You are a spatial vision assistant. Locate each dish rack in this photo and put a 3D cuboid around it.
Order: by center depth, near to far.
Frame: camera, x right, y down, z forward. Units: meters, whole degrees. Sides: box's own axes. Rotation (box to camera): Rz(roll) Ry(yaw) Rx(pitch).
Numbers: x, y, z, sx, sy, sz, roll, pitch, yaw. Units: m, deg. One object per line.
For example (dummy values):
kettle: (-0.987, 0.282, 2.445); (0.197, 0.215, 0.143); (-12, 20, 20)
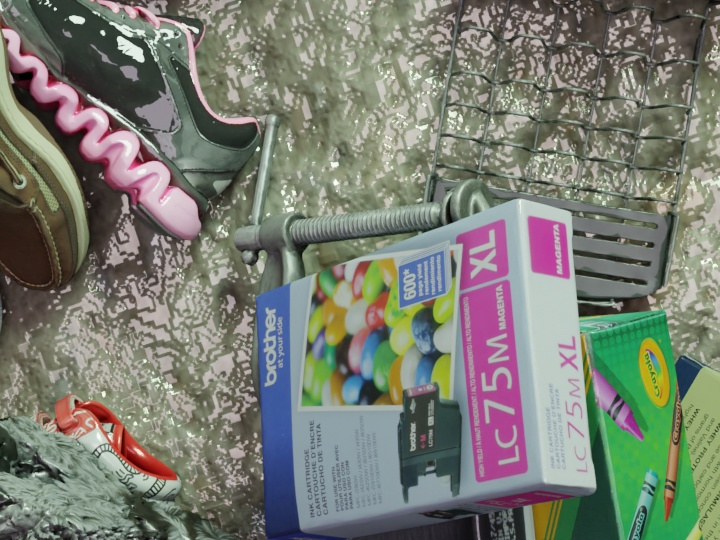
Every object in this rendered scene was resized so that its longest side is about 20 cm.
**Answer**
dish rack: (0.109, -0.083, 0.764); (0.153, 0.055, 0.201); (9, 93, 3)

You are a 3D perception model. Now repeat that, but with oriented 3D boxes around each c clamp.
c clamp: (0.000, 0.000, 0.710); (0.200, 0.027, 0.171); (2, 80, 45)

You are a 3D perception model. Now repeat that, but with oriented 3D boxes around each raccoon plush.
raccoon plush: (-0.158, 0.167, 0.715); (0.200, 0.097, 0.134); (32, 102, -5)

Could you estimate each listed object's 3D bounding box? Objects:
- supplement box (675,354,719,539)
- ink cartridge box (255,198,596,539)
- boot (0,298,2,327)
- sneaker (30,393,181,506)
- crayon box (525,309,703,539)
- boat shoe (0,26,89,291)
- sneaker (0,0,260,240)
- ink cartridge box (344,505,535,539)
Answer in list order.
supplement box: (0.200, 0.181, 0.678); (0.134, 0.200, 0.200); (28, 94, -28)
ink cartridge box: (0.011, 0.053, 0.645); (0.200, 0.042, 0.120); (-21, 65, 45)
boot: (-0.280, -0.029, 0.783); (0.074, 0.095, 0.200); (-49, 119, -35)
sneaker: (-0.196, 0.104, 0.782); (0.201, 0.067, 0.108); (29, 92, -2)
crayon box: (0.067, 0.087, 0.709); (0.058, 0.200, 0.119); (-11, 92, -38)
boat shoe: (-0.199, -0.054, 0.720); (0.075, 0.075, 0.203); (3, 136, 22)
sneaker: (-0.131, -0.113, 0.763); (0.095, 0.079, 0.200); (-43, 105, -7)
ink cartridge box: (0.011, 0.179, 0.717); (0.047, 0.200, 0.198); (-9, 93, -40)
